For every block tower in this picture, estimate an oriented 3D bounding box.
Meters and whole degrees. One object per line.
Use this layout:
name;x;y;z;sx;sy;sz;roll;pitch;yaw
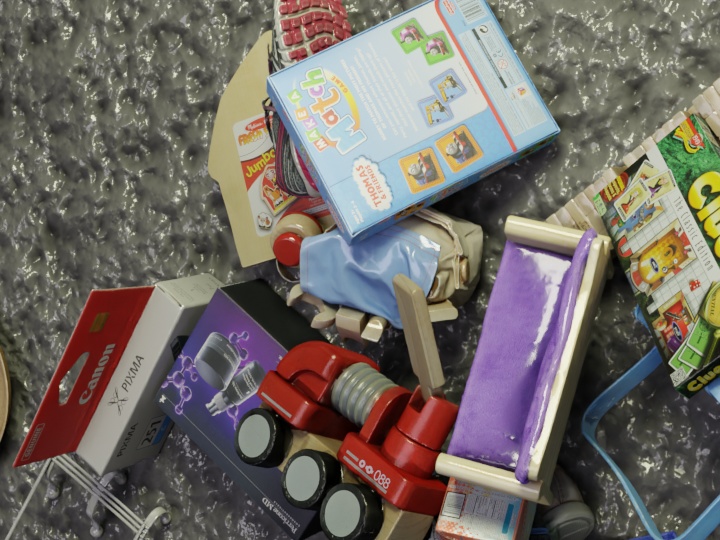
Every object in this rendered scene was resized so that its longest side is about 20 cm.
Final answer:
block tower;0.230;-0.069;1.077;0.200;0.058;0.054;-42;74;27

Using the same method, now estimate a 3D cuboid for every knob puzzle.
knob puzzle;-0.054;-0.122;1.246;0.217;0.030;0.223;1;93;28

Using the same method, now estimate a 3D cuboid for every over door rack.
over door rack;-0.299;0.289;1.394;0.147;0.067;0.201;34;89;22

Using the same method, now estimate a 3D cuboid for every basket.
basket;0.263;0.093;0.999;0.200;0.139;0.177;-42;30;9

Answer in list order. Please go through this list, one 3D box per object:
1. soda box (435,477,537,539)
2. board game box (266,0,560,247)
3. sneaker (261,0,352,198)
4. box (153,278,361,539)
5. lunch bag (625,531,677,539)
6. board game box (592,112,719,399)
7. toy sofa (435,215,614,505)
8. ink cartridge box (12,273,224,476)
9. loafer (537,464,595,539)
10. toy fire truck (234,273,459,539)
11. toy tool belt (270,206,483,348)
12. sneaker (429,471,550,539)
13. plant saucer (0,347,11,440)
soda box;0.116;0.141;1.084;0.063;0.069;0.202;9;56;17
board game box;0.043;-0.132;1.122;0.198;0.037;0.153;-26;80;-12
sneaker;-0.055;-0.164;1.187;0.074;0.080;0.203;-10;81;49
box;-0.077;0.127;1.259;0.200;0.079;0.142;40;115;20
lunch bag;0.187;0.324;1.093;0.198;0.127;0.172;-21;96;35
board game box;0.237;-0.015;0.970;0.105;0.023;0.201;-40;39;23
toy sofa;0.122;0.064;1.001;0.082;0.098;0.203;13;76;20
ink cartridge box;-0.219;0.103;1.278;0.045;0.176;0.202;36;111;21
loafer;0.115;0.245;1.174;0.200;0.072;0.063;-41;47;22
toy fire truck;0.004;0.097;1.072;0.175;0.128;0.202;34;97;40
toy tool belt;0.000;0.000;1.149;0.197;0.123;0.127;8;118;18
sneaker;0.081;0.205;1.138;0.199;0.076;0.078;30;150;35
plant saucer;-0.449;0.125;1.491;0.198;0.035;0.203;4;97;29
